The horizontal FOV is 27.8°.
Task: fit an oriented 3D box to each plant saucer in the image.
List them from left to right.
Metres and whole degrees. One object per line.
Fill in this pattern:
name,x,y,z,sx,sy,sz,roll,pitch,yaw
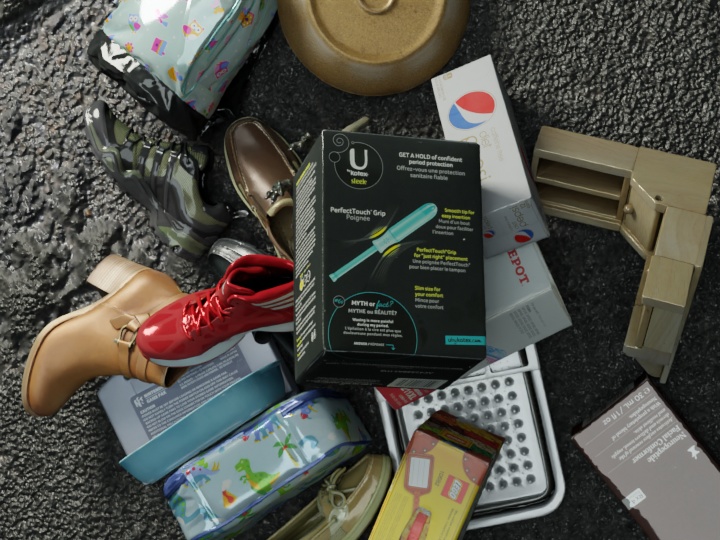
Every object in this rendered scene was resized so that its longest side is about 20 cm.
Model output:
plant saucer,0.015,-0.278,1.468,0.199,0.035,0.201,0,94,-3

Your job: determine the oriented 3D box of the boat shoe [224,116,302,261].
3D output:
boat shoe,-0.076,-0.070,1.493,0.075,0.075,0.203,-30,89,-6

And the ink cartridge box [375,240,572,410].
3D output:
ink cartridge box,0.088,0.024,1.430,0.199,0.083,0.146,-26,52,9

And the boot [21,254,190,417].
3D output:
boot,-0.252,0.090,1.507,0.154,0.074,0.201,28,85,31

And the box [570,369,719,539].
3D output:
box,0.306,0.209,1.433,0.100,0.075,0.200,-40,86,10

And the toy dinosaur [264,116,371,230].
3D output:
toy dinosaur,-0.043,-0.085,1.454,0.047,0.088,0.201,-13,55,43

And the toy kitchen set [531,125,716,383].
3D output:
toy kitchen set,0.232,0.002,1.404,0.180,0.200,0.164,14,136,11

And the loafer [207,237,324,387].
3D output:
loafer,-0.088,0.040,1.478,0.200,0.068,0.070,39,64,21

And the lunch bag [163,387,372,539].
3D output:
lunch bag,-0.092,0.198,1.470,0.200,0.161,0.083,-34,76,9

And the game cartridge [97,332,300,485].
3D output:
game cartridge,-0.174,0.126,1.546,0.199,0.041,0.134,-27,90,11

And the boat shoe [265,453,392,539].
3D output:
boat shoe,-0.044,0.257,1.492,0.063,0.073,0.201,35,114,-15

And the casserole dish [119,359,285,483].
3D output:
casserole dish,-0.152,0.156,1.460,0.200,0.121,0.039,-35,85,16

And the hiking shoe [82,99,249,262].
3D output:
hiking shoe,-0.206,-0.110,1.533,0.101,0.076,0.200,-39,93,2

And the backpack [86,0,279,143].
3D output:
backpack,-0.169,-0.254,1.486,0.167,0.127,0.200,39,95,11

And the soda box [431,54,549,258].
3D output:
soda box,0.123,-0.113,1.408,0.068,0.064,0.201,-20,48,12

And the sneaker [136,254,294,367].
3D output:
sneaker,-0.139,0.028,1.402,0.199,0.116,0.079,-20,64,8

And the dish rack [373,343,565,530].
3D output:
dish rack,0.111,0.160,1.485,0.171,0.044,0.201,-13,89,11

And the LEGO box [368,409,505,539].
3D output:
LEGO box,0.060,0.247,1.403,0.077,0.149,0.201,24,98,10

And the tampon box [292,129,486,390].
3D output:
tampon box,0.023,-0.006,1.301,0.149,0.126,0.201,4,72,-14
